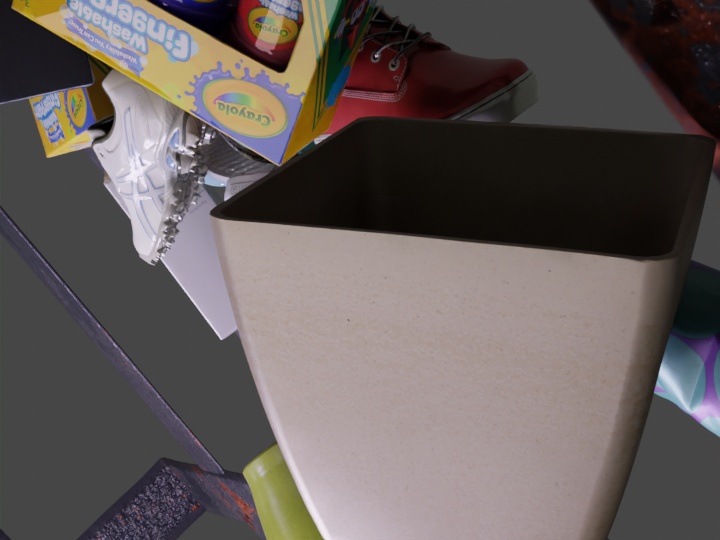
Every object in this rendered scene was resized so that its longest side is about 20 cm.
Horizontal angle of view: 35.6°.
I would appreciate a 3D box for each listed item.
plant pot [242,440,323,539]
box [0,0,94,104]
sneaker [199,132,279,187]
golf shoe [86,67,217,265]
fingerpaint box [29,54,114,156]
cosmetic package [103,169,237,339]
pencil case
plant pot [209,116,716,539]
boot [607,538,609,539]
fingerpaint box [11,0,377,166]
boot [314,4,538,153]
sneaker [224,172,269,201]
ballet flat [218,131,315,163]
[{"bbox_3d":[-0.049,0.300,1.433,0.194,0.199,0.201,56,160,11],"label":"plant pot"},{"bbox_3d":[-0.303,-0.210,0.868,0.199,0.106,0.151,16,120,54],"label":"box"},{"bbox_3d":[-0.117,-0.107,1.007,0.199,0.074,0.082,33,169,45],"label":"sneaker"},{"bbox_3d":[-0.172,-0.088,0.900,0.096,0.079,0.201,23,138,-1],"label":"golf shoe"},{"bbox_3d":[-0.250,-0.200,0.983,0.199,0.073,0.169,-3,105,63],"label":"fingerpaint box"},{"bbox_3d":[-0.172,-0.042,1.154,0.201,0.084,0.108,56,177,-18],"label":"cosmetic package"},{"bbox_3d":[0.169,0.032,0.659,0.199,0.084,0.094,31,127,39],"label":"pencil case"},{"bbox_3d":[0.062,0.036,0.556,0.197,0.200,0.180,5,111,20],"label":"plant pot"},{"bbox_3d":[0.179,0.337,1.044,0.069,0.174,0.201,41,158,15],"label":"boot"},{"bbox_3d":[-0.089,-0.185,0.641,0.199,0.073,0.168,31,124,9],"label":"fingerpaint box"},{"bbox_3d":[0.014,-0.144,0.687,0.199,0.072,0.146,3,121,53],"label":"boot"},{"bbox_3d":[-0.067,-0.031,0.922,0.072,0.072,0.200,-3,176,14],"label":"sneaker"},{"bbox_3d":[-0.046,-0.102,0.874,0.199,0.072,0.072,30,153,40],"label":"ballet flat"}]
